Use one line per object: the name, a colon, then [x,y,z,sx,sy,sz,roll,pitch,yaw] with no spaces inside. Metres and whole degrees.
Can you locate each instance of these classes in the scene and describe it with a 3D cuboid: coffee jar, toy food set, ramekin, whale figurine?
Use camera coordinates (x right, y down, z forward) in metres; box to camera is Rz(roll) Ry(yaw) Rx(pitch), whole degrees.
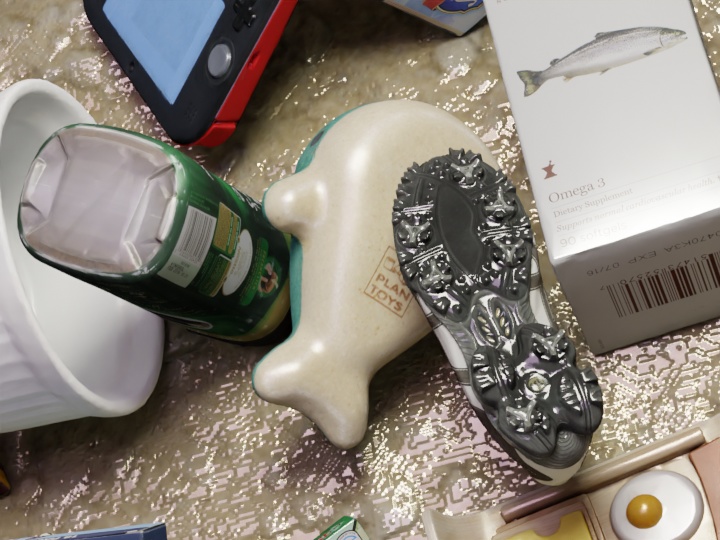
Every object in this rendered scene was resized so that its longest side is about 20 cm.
coffee jar: [-0.104,-0.016,1.416,0.104,0.200,0.086,15,83,24]
toy food set: [0.143,0.153,1.321,0.199,0.060,0.144,-22,58,6]
ramekin: [-0.201,-0.001,1.446,0.097,0.200,0.201,-17,58,18]
whale figurine: [0.000,0.000,1.423,0.104,0.159,0.201,-4,57,61]

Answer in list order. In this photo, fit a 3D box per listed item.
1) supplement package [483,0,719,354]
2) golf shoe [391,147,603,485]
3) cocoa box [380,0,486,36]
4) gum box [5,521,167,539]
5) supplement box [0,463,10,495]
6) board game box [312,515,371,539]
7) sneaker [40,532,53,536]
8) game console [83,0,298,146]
supplement package: [0.151,-0.077,1.410,0.116,0.117,0.201,-18,58,9]
golf shoe: [0.069,0.029,1.349,0.077,0.095,0.201,-17,59,-4]
cocoa box: [0.069,-0.262,1.490,0.200,0.131,0.134,-38,52,30]
gum box: [-0.177,0.245,1.336,0.169,0.045,0.201,-8,90,15]
supplement box: [-0.303,0.064,1.505,0.110,0.086,0.201,-28,58,3]
board game box: [-0.046,0.241,1.295,0.200,0.029,0.135,-36,95,-13]
sneaker: [-0.164,0.179,1.409,0.199,0.077,0.089,-11,49,9]
game console: [-0.101,-0.191,1.540,0.200,0.031,0.177,53,125,43]
